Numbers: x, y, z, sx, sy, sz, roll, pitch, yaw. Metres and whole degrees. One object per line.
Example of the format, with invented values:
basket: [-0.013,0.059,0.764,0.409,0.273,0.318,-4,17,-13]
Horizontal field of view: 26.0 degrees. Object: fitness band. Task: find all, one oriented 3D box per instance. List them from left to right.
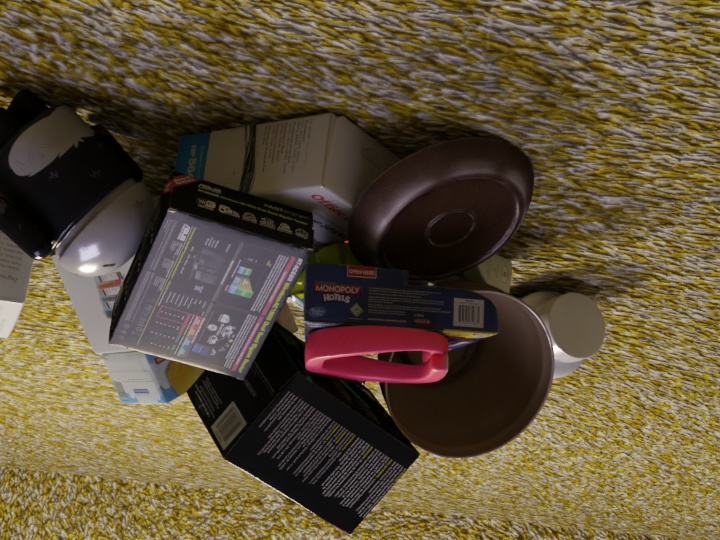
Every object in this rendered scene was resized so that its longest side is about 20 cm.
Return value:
fitness band: [0.015,0.085,1.580,0.143,0.037,0.200,5,169,-3]

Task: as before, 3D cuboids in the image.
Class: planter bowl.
planter bowl: [0.104,0.095,1.786,0.200,0.200,0.135,16,-167,-22]

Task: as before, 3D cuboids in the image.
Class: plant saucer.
plant saucer: [0.086,-0.051,1.563,0.200,0.032,0.200,-15,143,-12]

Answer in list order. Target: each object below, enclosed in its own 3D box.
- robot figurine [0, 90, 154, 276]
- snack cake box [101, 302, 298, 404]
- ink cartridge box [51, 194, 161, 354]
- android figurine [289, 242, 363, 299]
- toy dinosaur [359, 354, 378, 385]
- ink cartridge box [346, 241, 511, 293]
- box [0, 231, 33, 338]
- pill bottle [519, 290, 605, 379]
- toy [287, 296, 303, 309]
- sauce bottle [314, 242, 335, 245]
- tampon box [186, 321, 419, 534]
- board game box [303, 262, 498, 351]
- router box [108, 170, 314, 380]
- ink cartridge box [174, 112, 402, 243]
robot figurine: [-0.302,-0.085,1.589,0.200,0.150,0.125,45,174,-1]
snack cake box: [-0.189,0.085,1.838,0.200,0.067,0.115,-29,-168,-33]
ink cartridge box: [-0.221,-0.002,1.757,0.200,0.145,0.145,-6,-160,47]
android figurine: [0.000,0.000,1.706,0.182,0.041,0.200,-3,172,-26]
toy dinosaur: [0.000,0.086,1.874,0.058,0.101,0.200,-18,161,-3]
ink cartridge box: [0.066,-0.007,1.807,0.162,0.057,0.200,1,175,26]
box: [-0.482,-0.038,1.826,0.200,0.172,0.199,14,162,-15]
pill bottle: [0.218,0.087,1.965,0.111,0.112,0.200,17,161,-23]
toy: [-0.117,0.022,1.942,0.200,0.047,0.115,27,160,-1]
sauce bottle: [-0.028,-0.062,1.706,0.200,0.065,0.065,-5,157,36]
tampon box: [-0.064,0.169,1.732,0.200,0.126,0.150,38,-173,-34]
board game box: [0.016,0.044,1.611,0.200,0.062,0.200,5,170,-15]
router box: [-0.151,0.008,1.567,0.150,0.062,0.200,17,129,-17]
ink cartridge box: [-0.072,-0.088,1.610,0.200,0.084,0.146,-4,159,35]
